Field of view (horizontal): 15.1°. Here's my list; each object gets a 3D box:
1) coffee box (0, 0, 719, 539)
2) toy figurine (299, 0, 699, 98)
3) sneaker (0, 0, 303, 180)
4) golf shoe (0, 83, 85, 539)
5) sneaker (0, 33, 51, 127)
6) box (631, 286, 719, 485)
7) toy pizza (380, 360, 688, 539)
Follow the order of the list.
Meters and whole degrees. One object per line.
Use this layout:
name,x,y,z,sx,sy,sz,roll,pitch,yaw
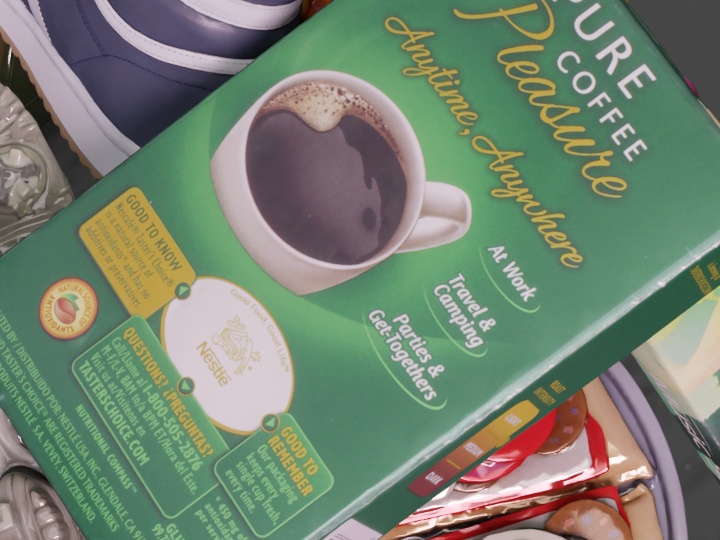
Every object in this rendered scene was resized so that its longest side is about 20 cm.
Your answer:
coffee box,0.000,0.000,0.721,0.200,0.044,0.123,-38,69,4
toy figurine,0.060,-0.109,0.852,0.199,0.150,0.185,20,73,25
sneaker,-0.083,-0.119,0.793,0.070,0.109,0.200,-21,60,-39
golf shoe,-0.096,0.030,0.813,0.078,0.097,0.201,-26,78,5
sneaker,-0.056,-0.117,0.895,0.090,0.067,0.201,25,74,16
box,0.167,0.026,0.789,0.144,0.036,0.200,-40,117,-7
toy pizza,0.003,0.086,0.851,0.199,0.032,0.201,-1,74,4
